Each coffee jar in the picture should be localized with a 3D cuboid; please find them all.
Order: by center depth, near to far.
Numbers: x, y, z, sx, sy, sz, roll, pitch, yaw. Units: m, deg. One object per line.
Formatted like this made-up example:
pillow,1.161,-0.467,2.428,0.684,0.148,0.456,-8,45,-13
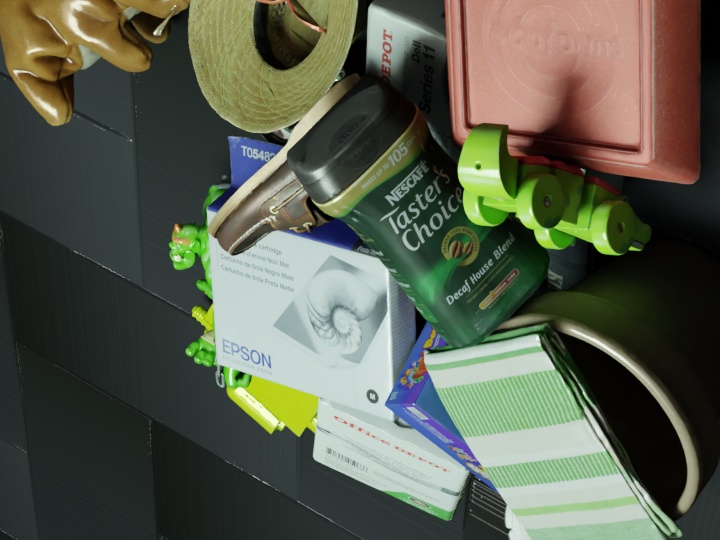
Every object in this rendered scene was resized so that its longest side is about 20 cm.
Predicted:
coffee jar,0.041,-0.044,1.492,0.200,0.104,0.085,46,-179,-19

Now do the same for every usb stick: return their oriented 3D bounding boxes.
usb stick,0.167,0.011,1.666,0.055,0.033,0.201,22,142,19

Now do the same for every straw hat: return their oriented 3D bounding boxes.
straw hat,-0.042,-0.206,1.617,0.200,0.085,0.203,-3,85,42

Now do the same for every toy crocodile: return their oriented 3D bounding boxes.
toy crocodile,0.137,-0.052,1.433,0.199,0.062,0.067,17,172,-43

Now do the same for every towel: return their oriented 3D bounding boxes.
towel,0.141,0.132,1.538,0.152,0.023,0.201,-14,115,50

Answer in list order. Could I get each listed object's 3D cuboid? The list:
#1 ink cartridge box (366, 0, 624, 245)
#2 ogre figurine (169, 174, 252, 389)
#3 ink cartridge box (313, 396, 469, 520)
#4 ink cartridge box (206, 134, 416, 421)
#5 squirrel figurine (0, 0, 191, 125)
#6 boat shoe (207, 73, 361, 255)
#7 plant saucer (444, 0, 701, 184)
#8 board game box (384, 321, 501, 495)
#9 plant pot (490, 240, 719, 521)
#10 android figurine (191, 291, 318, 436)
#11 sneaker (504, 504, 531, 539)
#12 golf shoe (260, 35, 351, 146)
ink cartridge box,0.104,-0.131,1.548,0.199,0.083,0.147,26,139,24
ogre figurine,-0.119,0.000,1.833,0.097,0.201,0.121,9,128,11
ink cartridge box,0.039,0.138,1.804,0.146,0.084,0.200,25,162,5
ink cartridge box,-0.041,0.005,1.661,0.198,0.040,0.202,15,117,36
squirrel figurine,-0.234,-0.258,1.723,0.186,0.142,0.200,-27,107,45
boat shoe,-0.045,-0.066,1.582,0.070,0.070,0.200,50,129,4
plant saucer,0.137,-0.162,1.405,0.198,0.037,0.202,10,115,31
board game box,0.130,0.106,1.648,0.200,0.135,0.045,39,157,-24
plant pot,0.211,0.069,1.573,0.199,0.175,0.201,25,139,23
android figurine,-0.080,0.088,1.981,0.200,0.041,0.182,41,143,2
sneaker,0.210,0.281,1.860,0.090,0.078,0.201,-13,117,41
golf shoe,-0.049,-0.135,1.693,0.200,0.077,0.088,38,159,50
